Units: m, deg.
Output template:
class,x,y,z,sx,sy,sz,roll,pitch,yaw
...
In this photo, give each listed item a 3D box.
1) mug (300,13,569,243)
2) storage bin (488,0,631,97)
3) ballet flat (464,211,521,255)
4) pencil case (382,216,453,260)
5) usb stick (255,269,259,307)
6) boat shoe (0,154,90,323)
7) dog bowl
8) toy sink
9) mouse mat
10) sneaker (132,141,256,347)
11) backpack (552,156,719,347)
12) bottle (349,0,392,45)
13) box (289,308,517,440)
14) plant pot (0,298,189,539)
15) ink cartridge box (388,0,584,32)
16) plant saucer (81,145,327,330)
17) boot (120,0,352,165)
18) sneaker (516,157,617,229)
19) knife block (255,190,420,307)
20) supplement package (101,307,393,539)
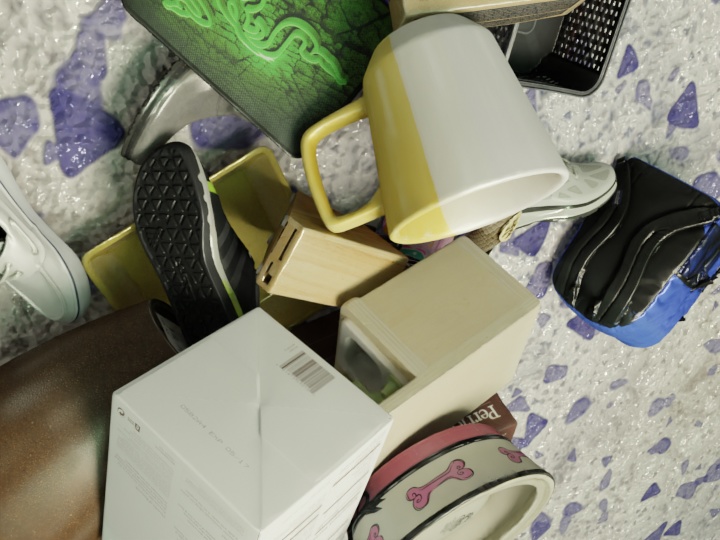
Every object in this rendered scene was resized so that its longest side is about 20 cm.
class,x,y,z,sx,sy,sz,roll,pitch,yaw
mug,0.056,-0.114,0.675,0.186,0.149,0.154,-14,80,-21
storage bin,0.191,-0.287,0.836,0.135,0.094,0.201,1,116,-31
ballet flat,0.127,-0.013,0.917,0.067,0.046,0.200,-30,164,-36
pencil case,0.089,-0.090,0.840,0.087,0.088,0.200,-7,149,-27
usb stick,-0.124,0.085,0.835,0.055,0.033,0.201,-11,121,-24
boat shoe,-0.301,-0.022,0.699,0.073,0.066,0.200,-14,124,24
dog bowl,0.073,0.218,0.763,0.199,0.074,0.201,-23,144,-18
toy sink,0.047,0.080,0.768,0.200,0.112,0.131,-32,149,-27
mouse mat,-0.075,-0.214,0.701,0.200,0.008,0.161,40,82,-18
sneaker,-0.137,-0.015,0.737,0.071,0.083,0.201,-8,103,21
backpack,0.357,-0.004,1.046,0.168,0.162,0.200,31,97,-42
bottle,0.055,-0.199,0.817,0.200,0.065,0.084,35,72,-39
box,0.034,0.155,0.897,0.165,0.200,0.165,-20,144,-20
plant pot,-0.229,0.123,0.740,0.200,0.187,0.187,-39,129,4
ink cartridge box,0.095,-0.310,0.700,0.164,0.075,0.201,-8,91,-7
plant saucer,-0.143,-0.002,0.827,0.200,0.048,0.200,-33,128,-11
boot,-0.104,-0.143,0.732,0.132,0.070,0.200,39,95,-18
sneaker,0.211,-0.118,0.951,0.200,0.076,0.116,-16,125,-19
knife block,0.000,0.000,0.776,0.175,0.200,0.064,27,102,-8
supplement package,-0.097,0.171,0.673,0.150,0.152,0.201,-32,150,-43
